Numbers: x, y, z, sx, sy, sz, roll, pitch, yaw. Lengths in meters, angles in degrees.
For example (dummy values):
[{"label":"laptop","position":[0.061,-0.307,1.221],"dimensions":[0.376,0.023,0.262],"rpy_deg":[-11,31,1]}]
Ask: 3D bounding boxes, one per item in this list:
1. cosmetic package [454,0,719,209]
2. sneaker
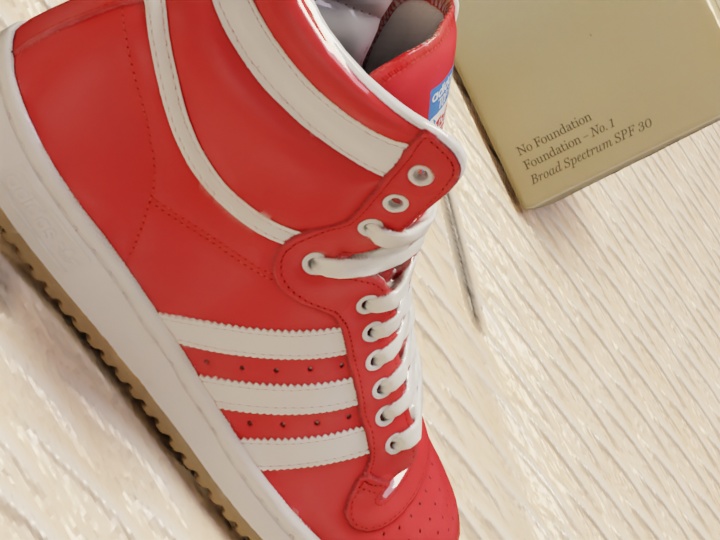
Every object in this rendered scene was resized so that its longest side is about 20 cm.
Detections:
[{"label":"cosmetic package","position":[0.071,-0.136,1.094],"dimensions":[0.201,0.103,0.073],"rpy_deg":[63,19,1]},{"label":"sneaker","position":[0.000,0.000,0.697],"dimensions":[0.200,0.112,0.071],"rpy_deg":[51,23,-36]}]
